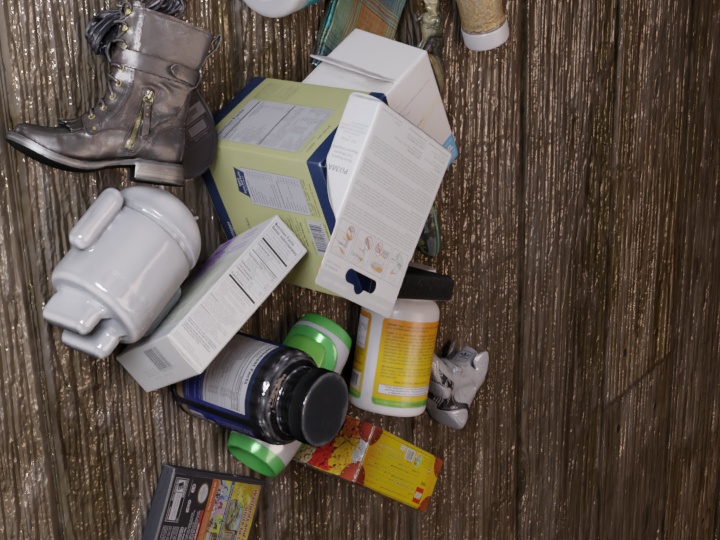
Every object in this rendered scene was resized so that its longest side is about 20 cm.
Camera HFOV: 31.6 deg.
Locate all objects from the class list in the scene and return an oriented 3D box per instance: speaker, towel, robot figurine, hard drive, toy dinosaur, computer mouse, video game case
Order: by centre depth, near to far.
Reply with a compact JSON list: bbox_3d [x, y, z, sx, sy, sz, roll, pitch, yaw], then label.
[{"bbox_3d":[-0.241,-0.006,1.320,0.201,0.112,0.171,-57,146,-26],"label":"robot figurine"},{"bbox_3d":[-0.217,-0.193,1.355,0.138,0.052,0.202,-38,118,-39],"label":"computer mouse"},{"bbox_3d":[-0.205,0.347,1.562,0.180,0.025,0.203,22,82,-54],"label":"video game case"},{"bbox_3d":[0.000,0.000,1.584,0.139,0.198,0.033,5,97,-54],"label":"hard drive"},{"bbox_3d":[-0.088,0.156,1.611,0.201,0.088,0.089,-59,141,-23],"label":"speaker"},{"bbox_3d":[0.006,-0.331,1.641,0.146,0.021,0.203,26,80,-54],"label":"towel"},{"bbox_3d":[0.089,-0.298,1.736,0.088,0.047,0.202,-49,147,-34],"label":"toy dinosaur"}]

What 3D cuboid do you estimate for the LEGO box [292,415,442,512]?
[{"bbox_3d":[-0.004,0.247,1.704,0.200,0.147,0.078,35,74,-52],"label":"LEGO box"}]

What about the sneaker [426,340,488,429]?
[{"bbox_3d":[0.133,0.148,1.931,0.116,0.074,0.201,-60,147,-23],"label":"sneaker"}]

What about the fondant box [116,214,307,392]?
[{"bbox_3d":[-0.165,0.038,1.411,0.058,0.144,0.200,49,56,-13],"label":"fondant box"}]

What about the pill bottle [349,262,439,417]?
[{"bbox_3d":[0.050,0.091,1.760,0.110,0.110,0.203,-1,102,-54],"label":"pill bottle"}]

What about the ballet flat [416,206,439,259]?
[{"bbox_3d":[0.066,-0.103,1.773,0.074,0.073,0.203,-34,125,-44],"label":"ballet flat"}]

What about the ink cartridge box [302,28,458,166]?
[{"bbox_3d":[0.021,-0.194,1.591,0.125,0.128,0.201,-48,141,-24],"label":"ink cartridge box"}]

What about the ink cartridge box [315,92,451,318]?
[{"bbox_3d":[0.012,-0.068,1.374,0.162,0.057,0.202,27,87,-54],"label":"ink cartridge box"}]

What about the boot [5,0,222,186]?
[{"bbox_3d":[-0.244,-0.182,1.264,0.197,0.069,0.177,9,89,-26],"label":"boot"}]

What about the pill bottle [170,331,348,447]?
[{"bbox_3d":[-0.115,0.136,1.466,0.111,0.198,0.114,-22,118,-49],"label":"pill bottle"}]

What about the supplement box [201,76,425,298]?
[{"bbox_3d":[-0.060,-0.096,1.469,0.134,0.198,0.202,-48,136,-34],"label":"supplement box"}]

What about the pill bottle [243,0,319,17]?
[{"bbox_3d":[-0.052,-0.371,1.469,0.199,0.110,0.112,-34,127,-44],"label":"pill bottle"}]

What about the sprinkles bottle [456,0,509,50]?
[{"bbox_3d":[0.159,-0.412,1.788,0.068,0.068,0.202,-48,135,-34],"label":"sprinkles bottle"}]
